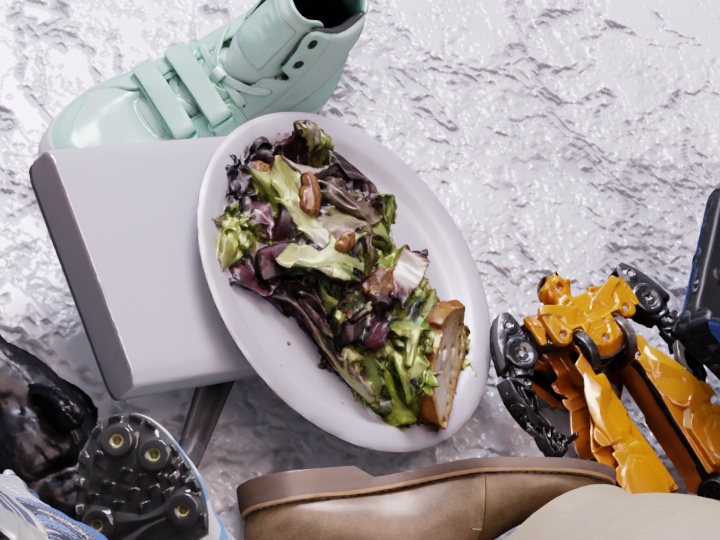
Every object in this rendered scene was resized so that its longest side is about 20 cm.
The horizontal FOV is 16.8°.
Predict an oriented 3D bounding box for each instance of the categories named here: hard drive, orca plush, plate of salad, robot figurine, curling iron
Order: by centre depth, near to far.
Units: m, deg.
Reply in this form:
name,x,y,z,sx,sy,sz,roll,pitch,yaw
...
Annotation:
name,x,y,z,sx,sy,sz,roll,pitch,yaw
orca plush,-0.158,0.095,1.197,0.104,0.071,0.201,-10,63,-29
hard drive,-0.071,-0.007,1.292,0.199,0.026,0.133,-8,70,-44
plate of salad,0.000,0.000,1.298,0.199,0.048,0.202,22,52,-31
curling iron,-0.076,0.025,1.309,0.049,0.026,0.201,23,50,-17
robot figurine,0.151,0.090,1.347,0.144,0.058,0.201,-20,69,-33

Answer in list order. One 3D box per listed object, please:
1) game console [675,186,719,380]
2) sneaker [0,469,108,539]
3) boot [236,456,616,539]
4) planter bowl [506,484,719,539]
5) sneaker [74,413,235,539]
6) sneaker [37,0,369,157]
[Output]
name,x,y,z,sx,sy,sz,roll,pitch,yaw
game console,0.280,0.055,1.345,0.200,0.118,0.172,43,45,-27
sneaker,-0.197,0.124,1.132,0.199,0.078,0.085,18,15,35
boot,0.039,0.137,1.255,0.198,0.074,0.076,-6,72,-9
planter bowl,0.137,0.190,1.206,0.199,0.202,0.135,-18,39,-32
sneaker,-0.075,0.160,1.174,0.072,0.072,0.201,-29,91,5
sneaker,-0.084,-0.112,1.340,0.200,0.118,0.074,-26,72,-33
